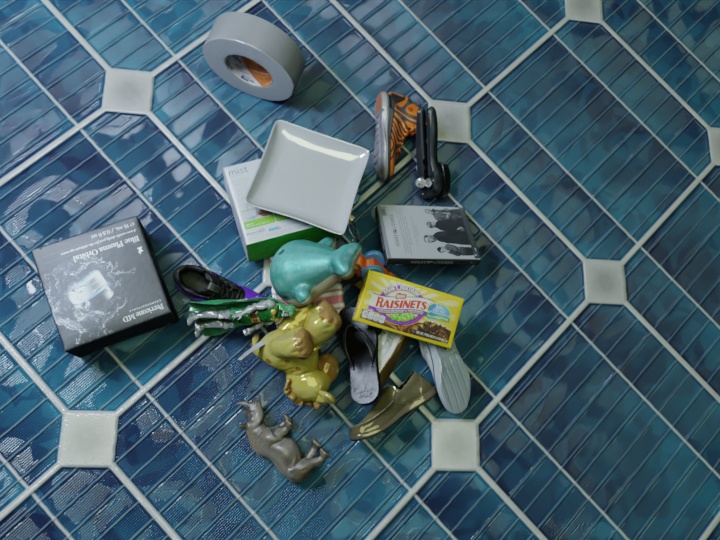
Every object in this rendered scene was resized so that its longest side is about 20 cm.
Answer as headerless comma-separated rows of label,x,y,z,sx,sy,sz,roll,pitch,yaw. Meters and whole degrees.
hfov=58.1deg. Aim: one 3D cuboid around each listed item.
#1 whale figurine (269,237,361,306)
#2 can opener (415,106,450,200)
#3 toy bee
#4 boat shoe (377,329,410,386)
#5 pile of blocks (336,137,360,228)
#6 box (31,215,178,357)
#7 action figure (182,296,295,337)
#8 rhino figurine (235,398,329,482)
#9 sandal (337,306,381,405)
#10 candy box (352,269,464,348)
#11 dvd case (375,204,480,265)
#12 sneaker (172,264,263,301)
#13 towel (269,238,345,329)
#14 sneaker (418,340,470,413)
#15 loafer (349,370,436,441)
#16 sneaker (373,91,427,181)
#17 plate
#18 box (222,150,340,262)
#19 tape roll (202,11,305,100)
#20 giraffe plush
whale figurine,-0.091,-0.011,1.214,0.104,0.199,0.160,44,51,-27
can opener,0.144,-0.248,1.387,0.079,0.063,0.201,-29,113,-53
toy bee,0.000,0.000,1.306,0.108,0.131,0.201,-28,100,23
boat shoe,0.043,0.157,1.294,0.069,0.071,0.200,25,66,19
pile of blocks,-0.034,-0.195,1.368,0.082,0.062,0.201,-12,79,-12
box,-0.471,0.031,1.211,0.196,0.117,0.201,-21,82,-14
action figure,-0.219,0.085,1.214,0.199,0.118,0.055,-9,54,5
rhino figurine,-0.159,0.316,1.221,0.200,0.060,0.088,39,84,5
sandal,0.000,0.155,1.239,0.076,0.043,0.201,-20,61,12
candy box,0.093,0.074,1.243,0.199,0.026,0.103,17,84,-10
dvd case,0.138,-0.075,1.350,0.199,0.025,0.151,0,51,-12
sneaker,-0.272,0.045,1.248,0.199,0.100,0.070,22,76,-3
towel,-0.108,0.029,1.317,0.145,0.030,0.201,-5,77,-11
sneaker,0.167,0.186,1.304,0.073,0.071,0.201,-13,89,-19
loafer,0.054,0.264,1.266,0.199,0.076,0.068,-28,81,-25
sneaker,0.091,-0.288,1.405,0.111,0.078,0.201,4,84,-17
plate,-0.101,-0.178,1.262,0.199,0.032,0.200,18,67,-3
box,-0.157,-0.136,1.304,0.199,0.097,0.177,-17,71,-14
tape roll,-0.217,-0.433,1.325,0.199,0.200,0.066,22,75,-3
giraffe plush,-0.102,0.172,1.211,0.199,0.173,0.163,-32,106,-6
